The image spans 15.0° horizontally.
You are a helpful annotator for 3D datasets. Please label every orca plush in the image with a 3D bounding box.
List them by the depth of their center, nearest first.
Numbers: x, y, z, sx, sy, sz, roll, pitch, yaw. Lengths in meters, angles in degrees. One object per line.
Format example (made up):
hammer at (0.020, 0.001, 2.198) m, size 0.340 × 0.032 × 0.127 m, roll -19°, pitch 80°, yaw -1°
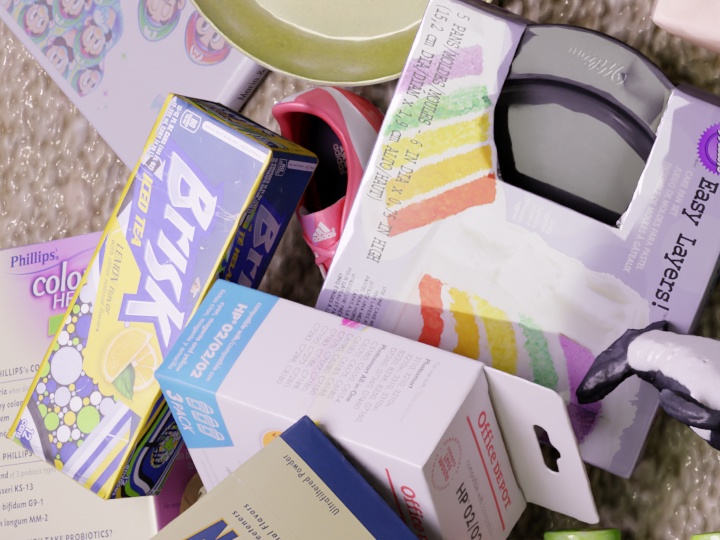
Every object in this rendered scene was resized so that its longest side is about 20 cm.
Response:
orca plush at (0.171, 0.077, 1.237) m, size 0.199 × 0.105 × 0.072 m, roll 9°, pitch 109°, yaw 49°

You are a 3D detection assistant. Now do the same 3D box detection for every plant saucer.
plant saucer at (-0.011, -0.198, 1.436) m, size 0.198 × 0.031 × 0.202 m, roll 5°, pitch 109°, yaw 15°

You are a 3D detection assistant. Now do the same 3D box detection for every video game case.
video game case at (-0.119, -0.174, 1.542) m, size 0.200 × 0.024 × 0.182 m, roll 48°, pitch 114°, yaw 23°

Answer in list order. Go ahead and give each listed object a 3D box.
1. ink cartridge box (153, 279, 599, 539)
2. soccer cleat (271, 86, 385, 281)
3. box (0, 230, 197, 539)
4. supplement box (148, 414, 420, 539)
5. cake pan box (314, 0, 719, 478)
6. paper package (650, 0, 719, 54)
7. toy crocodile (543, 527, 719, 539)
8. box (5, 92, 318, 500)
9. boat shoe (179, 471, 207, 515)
ink cartridge box at (0.009, 0.088, 1.339) m, size 0.199 × 0.115 × 0.068 m, roll 17°, pitch 57°, yaw 29°
soccer cleat at (0.000, 0.000, 1.434) m, size 0.066 × 0.076 × 0.202 m, roll -19°, pitch 79°, yaw 31°
box at (-0.162, 0.086, 1.527) m, size 0.175 × 0.096 × 0.202 m, roll -10°, pitch 86°, yaw 32°
supplement box at (-0.075, 0.210, 1.295) m, size 0.134 × 0.199 × 0.200 m, roll 46°, pitch 149°, yaw 10°
cake pan box at (0.090, -0.023, 1.358) m, size 0.183 × 0.052 × 0.201 m, roll 24°, pitch 102°, yaw 7°
paper package at (0.259, -0.168, 1.253) m, size 0.199 × 0.103 × 0.192 m, roll 21°, pitch 100°, yaw 32°
toy crocodile at (0.146, 0.161, 1.341) m, size 0.198 × 0.062 × 0.068 m, roll -2°, pitch 88°, yaw 20°
box at (-0.101, 0.014, 1.403) m, size 0.070 × 0.064 × 0.201 m, roll 29°, pitch 100°, yaw 20°
boat shoe at (0.006, 0.143, 1.437) m, size 0.199 × 0.066 × 0.075 m, roll 20°, pitch 100°, yaw 18°
